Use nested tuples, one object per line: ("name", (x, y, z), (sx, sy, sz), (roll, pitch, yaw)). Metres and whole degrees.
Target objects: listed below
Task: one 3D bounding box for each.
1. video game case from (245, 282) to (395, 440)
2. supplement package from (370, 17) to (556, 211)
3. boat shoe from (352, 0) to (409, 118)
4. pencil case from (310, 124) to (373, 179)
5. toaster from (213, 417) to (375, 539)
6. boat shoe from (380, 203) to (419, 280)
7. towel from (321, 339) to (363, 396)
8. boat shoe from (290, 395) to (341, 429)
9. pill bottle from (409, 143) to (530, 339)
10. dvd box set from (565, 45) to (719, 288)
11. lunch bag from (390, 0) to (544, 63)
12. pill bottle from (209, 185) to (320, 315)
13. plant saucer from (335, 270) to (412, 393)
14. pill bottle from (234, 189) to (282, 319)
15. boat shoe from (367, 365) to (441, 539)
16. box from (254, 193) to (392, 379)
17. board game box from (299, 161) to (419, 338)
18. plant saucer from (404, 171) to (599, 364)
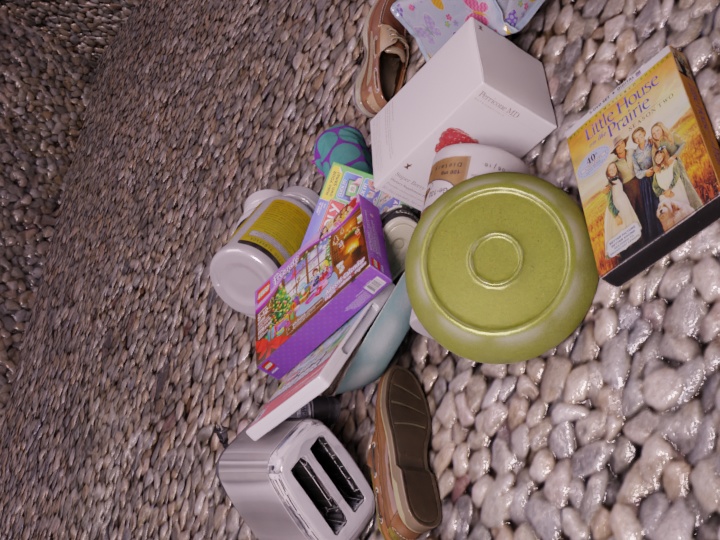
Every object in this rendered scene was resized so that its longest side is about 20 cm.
("video game case", (-0.043, 0.098, 1.083), (0.143, 0.017, 0.200), (-40, 8, 38))
("supplement package", (0.118, -0.176, 1.148), (0.200, 0.120, 0.121), (-42, 37, 38))
("boat shoe", (0.045, -0.330, 1.445), (0.072, 0.075, 0.202), (-4, 75, 54))
("pencil case", (-0.017, -0.125, 1.377), (0.092, 0.085, 0.201), (-38, 37, 19))
("toaster", (-0.074, 0.246, 1.100), (0.129, 0.201, 0.114), (-14, 22, 48))
("boat shoe", (0.000, 0.000, 1.195), (0.200, 0.072, 0.068), (-46, 29, 17))
("towel", (-0.030, 0.069, 1.310), (0.202, 0.034, 0.132), (-65, 27, 3))
("boat shoe", (-0.067, 0.205, 1.233), (0.200, 0.067, 0.074), (113, 153, -56))
("pill bottle", (0.116, -0.027, 1.047), (0.114, 0.114, 0.202), (-15, 57, 55))
("dvd box set", (0.274, -0.103, 0.923), (0.146, 0.029, 0.202), (-41, 38, 39))
("lunch bag", (0.160, -0.371, 1.203), (0.200, 0.128, 0.169), (-47, 20, -28))
("pill bottle", (-0.120, -0.036, 1.343), (0.111, 0.111, 0.200), (-38, 12, 40))
("plant saucer", (0.037, 0.068, 1.129), (0.202, 0.038, 0.201), (-59, -5, -9))
("pill bottle", (-0.143, -0.030, 1.491), (0.111, 0.110, 0.201), (-44, 35, 34))
("boat shoe", (0.036, 0.202, 1.057), (0.068, 0.072, 0.201), (-40, 38, 36))
("box", (-0.050, 0.019, 1.137), (0.200, 0.039, 0.138), (-42, 32, 24))
("board game box", (-0.011, -0.027, 1.245), (0.134, 0.029, 0.202), (21, 90, 24))
("plant saucer", (0.138, -0.009, 0.955), (0.198, 0.031, 0.202), (-4, 74, 15))
